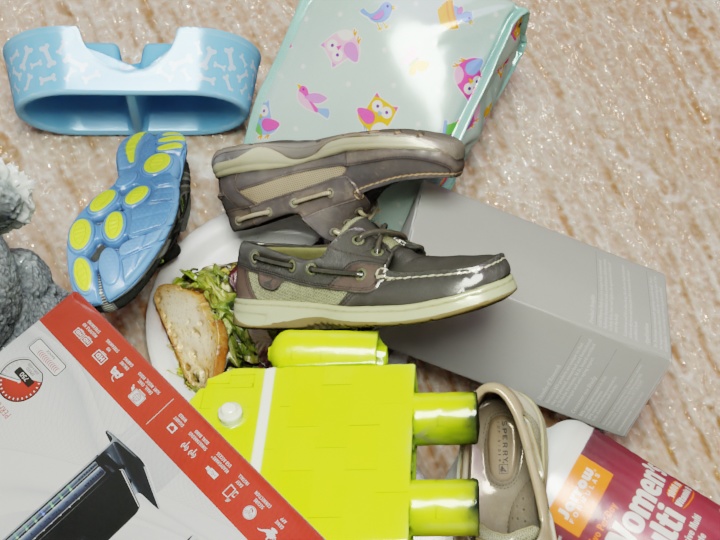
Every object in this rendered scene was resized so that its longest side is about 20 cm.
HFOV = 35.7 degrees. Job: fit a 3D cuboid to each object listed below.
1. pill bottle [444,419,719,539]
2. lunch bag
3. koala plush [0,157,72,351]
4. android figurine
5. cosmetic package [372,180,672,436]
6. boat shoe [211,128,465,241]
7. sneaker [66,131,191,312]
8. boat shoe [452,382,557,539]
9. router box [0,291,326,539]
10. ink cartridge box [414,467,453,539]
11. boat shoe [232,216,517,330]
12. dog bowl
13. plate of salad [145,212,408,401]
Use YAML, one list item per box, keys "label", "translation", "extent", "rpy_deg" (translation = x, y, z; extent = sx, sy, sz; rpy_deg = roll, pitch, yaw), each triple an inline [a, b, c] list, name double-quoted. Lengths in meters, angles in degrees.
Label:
- label: "pill bottle"
  translation: [0.156, 0.169, 0.741]
  extent: [0.199, 0.110, 0.110]
  rpy_deg: [31, 64, 13]
- label: "lunch bag"
  translation: [0.017, -0.139, 0.872]
  extent: [0.169, 0.122, 0.202]
  rpy_deg: [27, 94, 7]
- label: "koala plush"
  translation: [-0.259, 0.021, 0.719]
  extent: [0.182, 0.201, 0.178]
  rpy_deg: [29, 63, 8]
- label: "android figurine"
  translation: [-0.031, 0.108, 0.635]
  extent: [0.197, 0.041, 0.183]
  rpy_deg: [0, 45, 8]
- label: "cosmetic package"
  translation: [0.114, 0.025, 0.796]
  extent: [0.198, 0.091, 0.107]
  rpy_deg: [20, 37, 1]
- label: "boat shoe"
  translation: [-0.015, -0.061, 0.801]
  extent: [0.198, 0.074, 0.074]
  rpy_deg: [-2, 98, 30]
- label: "sneaker"
  translation: [-0.152, -0.029, 0.788]
  extent: [0.070, 0.084, 0.200]
  rpy_deg: [-5, 30, 5]
- label: "boat shoe"
  translation: [0.086, 0.168, 0.664]
  extent: [0.071, 0.065, 0.203]
  rpy_deg: [-5, 75, 17]
- label: "router box"
  translation: [-0.143, 0.137, 0.549]
  extent: [0.199, 0.049, 0.179]
  rpy_deg: [39, 69, 22]
- label: "ink cartridge box"
  translation: [-0.004, 0.179, 0.742]
  extent: [0.116, 0.068, 0.201]
  rpy_deg: [-33, 72, -16]
- label: "boat shoe"
  translation: [0.000, 0.000, 0.705]
  extent: [0.199, 0.072, 0.067]
  rpy_deg: [-6, 96, 31]
- label: "dog bowl"
  translation: [-0.175, -0.142, 0.865]
  extent: [0.197, 0.112, 0.050]
  rpy_deg: [0, 77, -7]
- label: "plate of salad"
  translation: [-0.059, 0.034, 0.821]
  extent: [0.197, 0.048, 0.203]
  rpy_deg: [3, 63, -5]
